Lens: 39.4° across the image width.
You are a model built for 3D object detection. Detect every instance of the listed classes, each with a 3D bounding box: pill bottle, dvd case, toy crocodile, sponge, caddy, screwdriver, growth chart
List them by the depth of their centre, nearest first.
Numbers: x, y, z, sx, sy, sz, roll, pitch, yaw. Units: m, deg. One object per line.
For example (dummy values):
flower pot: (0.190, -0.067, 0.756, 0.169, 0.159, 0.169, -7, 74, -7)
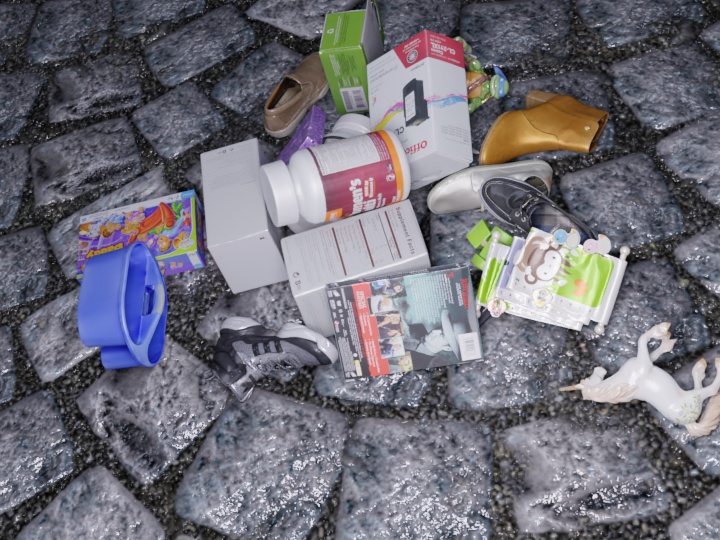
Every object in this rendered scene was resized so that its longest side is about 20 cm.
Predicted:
growth chart: (0.262, 0.010, 1.389, 0.200, 0.018, 0.145, 9, 90, 8)
dvd case: (0.062, 0.072, 1.392, 0.200, 0.146, 0.022, -9, 19, 8)
screwdriver: (0.214, 0.012, 1.418, 0.200, 0.029, 0.028, -47, 59, 5)
pill bottle: (-0.037, -0.130, 1.451, 0.200, 0.110, 0.110, -16, 50, -14)
toy crocodile: (0.228, -0.006, 1.457, 0.200, 0.062, 0.068, 40, 102, 32)
caddy: (-0.341, 0.053, 1.500, 0.105, 0.141, 0.200, -12, 52, 11)
pill bottle: (-0.035, -0.145, 1.589, 0.116, 0.116, 0.200, 14, 59, 23)
sponge: (-0.099, -0.190, 1.603, 0.112, 0.030, 0.200, -52, 14, 19)

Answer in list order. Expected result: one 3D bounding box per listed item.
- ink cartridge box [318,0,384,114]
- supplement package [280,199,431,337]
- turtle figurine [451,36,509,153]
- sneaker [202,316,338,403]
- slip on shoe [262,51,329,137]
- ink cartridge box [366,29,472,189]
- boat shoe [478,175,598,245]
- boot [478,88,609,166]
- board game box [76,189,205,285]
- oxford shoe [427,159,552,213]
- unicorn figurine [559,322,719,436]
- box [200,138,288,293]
ink cartridge box: (-0.009, -0.394, 1.752, 0.076, 0.148, 0.200, -4, 52, 12)
supplement package: (0.000, 0.000, 1.469, 0.200, 0.117, 0.117, -17, 49, 0)
turtle figurine: (0.131, -0.301, 1.641, 0.194, 0.144, 0.200, 5, 38, 28)
sneaker: (-0.131, 0.135, 1.426, 0.200, 0.076, 0.114, 8, 57, 30)
slip on shoe: (-0.112, -0.325, 1.779, 0.076, 0.061, 0.200, 20, 61, 26)
ink cartridge box: (0.089, -0.244, 1.550, 0.146, 0.083, 0.200, -21, 66, 47)
boat shoe: (0.258, -0.078, 1.465, 0.200, 0.066, 0.070, 38, 93, 15)
boot: (0.292, -0.209, 1.585, 0.144, 0.071, 0.201, 26, 59, 30)
board game box: (-0.357, -0.048, 1.640, 0.200, 0.045, 0.135, -13, 51, 4)
oxford shoe: (0.201, -0.121, 1.540, 0.200, 0.075, 0.058, -12, 49, -1)
unicorn figurine: (0.376, 0.141, 1.293, 0.200, 0.074, 0.137, 32, 77, 26)
box: (-0.180, -0.086, 1.574, 0.097, 0.124, 0.200, -15, 51, 5)
